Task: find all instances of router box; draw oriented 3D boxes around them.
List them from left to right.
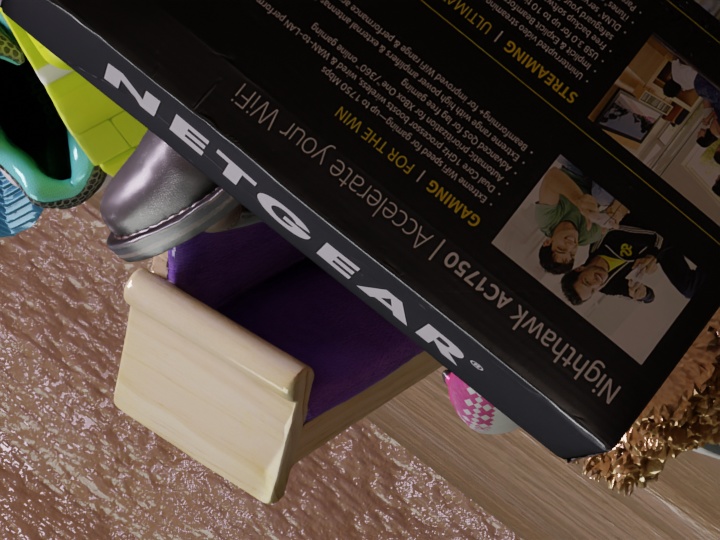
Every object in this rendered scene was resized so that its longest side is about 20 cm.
[{"bbox_3d":[0.027,-0.068,0.584,0.200,0.149,0.051,39,168,-2],"label":"router box"}]

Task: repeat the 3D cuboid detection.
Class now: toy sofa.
[{"bbox_3d":[0.000,0.000,0.871,0.083,0.098,0.200,31,-145,24],"label":"toy sofa"}]

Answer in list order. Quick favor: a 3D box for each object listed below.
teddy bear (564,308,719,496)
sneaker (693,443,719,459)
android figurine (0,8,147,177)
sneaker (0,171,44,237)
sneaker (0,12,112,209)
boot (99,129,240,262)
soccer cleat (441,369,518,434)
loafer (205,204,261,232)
[{"bbox_3d":[0.068,-0.029,0.688,0.200,0.145,0.067,39,-170,33],"label":"teddy bear"},{"bbox_3d":[0.141,0.023,0.888,0.200,0.074,0.085,40,169,-29],"label":"sneaker"},{"bbox_3d":[-0.111,-0.115,0.831,0.200,0.041,0.182,60,-172,-12],"label":"android figurine"},{"bbox_3d":[-0.171,-0.107,1.046,0.076,0.200,0.081,10,-147,4],"label":"sneaker"},{"bbox_3d":[-0.155,-0.107,0.877,0.200,0.078,0.091,55,-176,-19],"label":"sneaker"},{"bbox_3d":[-0.075,-0.119,0.696,0.174,0.200,0.069,35,-162,-13],"label":"boot"},{"bbox_3d":[0.092,0.036,1.011,0.086,0.070,0.200,45,153,20],"label":"soccer cleat"},{"bbox_3d":[-0.053,-0.107,0.760,0.072,0.063,0.200,11,124,48],"label":"loafer"}]
